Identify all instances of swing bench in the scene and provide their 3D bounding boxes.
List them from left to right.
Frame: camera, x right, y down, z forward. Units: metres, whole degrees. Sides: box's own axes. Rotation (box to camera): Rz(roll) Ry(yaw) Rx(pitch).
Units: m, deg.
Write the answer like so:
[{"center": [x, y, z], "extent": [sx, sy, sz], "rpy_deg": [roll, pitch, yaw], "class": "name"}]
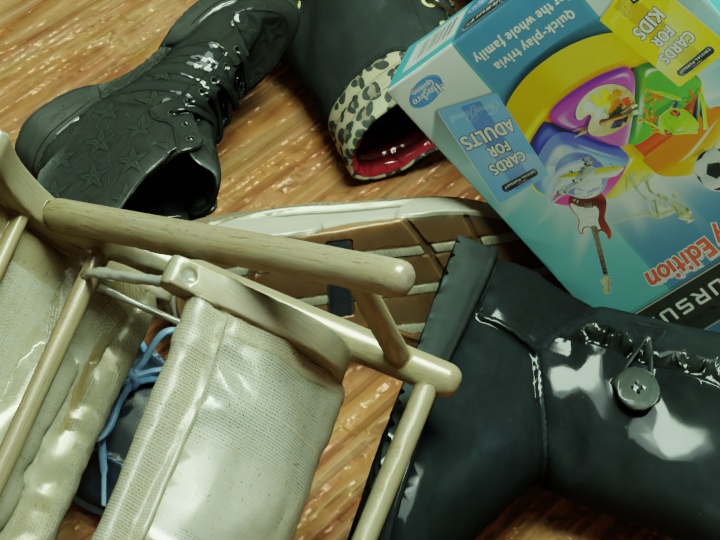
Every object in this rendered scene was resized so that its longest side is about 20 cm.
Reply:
[{"center": [-0.093, 0.078, 1.012], "extent": [0.199, 0.130, 0.200], "rpy_deg": [17, 71, 19], "class": "swing bench"}]

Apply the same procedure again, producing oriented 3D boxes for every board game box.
[{"center": [0.134, -0.057, 1.159], "extent": [0.200, 0.151, 0.047], "rpy_deg": [47, 34, -14], "class": "board game box"}]

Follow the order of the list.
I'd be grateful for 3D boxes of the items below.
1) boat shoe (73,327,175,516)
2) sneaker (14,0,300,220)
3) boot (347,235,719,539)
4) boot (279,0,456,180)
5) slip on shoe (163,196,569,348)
[{"center": [-0.125, 0.055, 1.125], "extent": [0.199, 0.069, 0.084], "rpy_deg": [21, 44, 13], "class": "boat shoe"}, {"center": [-0.090, -0.063, 1.253], "extent": [0.199, 0.060, 0.104], "rpy_deg": [-33, 47, -19], "class": "sneaker"}, {"center": [0.092, 0.088, 1.119], "extent": [0.167, 0.077, 0.201], "rpy_deg": [20, 54, 3], "class": "boot"}, {"center": [0.041, -0.151, 1.328], "extent": [0.203, 0.074, 0.154], "rpy_deg": [-35, 53, 5], "class": "boot"}, {"center": [0.000, 0.000, 1.209], "extent": [0.199, 0.077, 0.061], "rpy_deg": [-5, 19, -16], "class": "slip on shoe"}]
